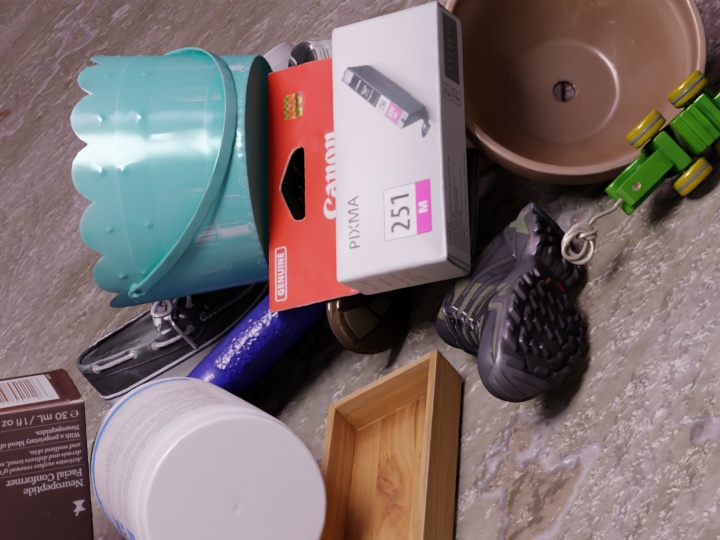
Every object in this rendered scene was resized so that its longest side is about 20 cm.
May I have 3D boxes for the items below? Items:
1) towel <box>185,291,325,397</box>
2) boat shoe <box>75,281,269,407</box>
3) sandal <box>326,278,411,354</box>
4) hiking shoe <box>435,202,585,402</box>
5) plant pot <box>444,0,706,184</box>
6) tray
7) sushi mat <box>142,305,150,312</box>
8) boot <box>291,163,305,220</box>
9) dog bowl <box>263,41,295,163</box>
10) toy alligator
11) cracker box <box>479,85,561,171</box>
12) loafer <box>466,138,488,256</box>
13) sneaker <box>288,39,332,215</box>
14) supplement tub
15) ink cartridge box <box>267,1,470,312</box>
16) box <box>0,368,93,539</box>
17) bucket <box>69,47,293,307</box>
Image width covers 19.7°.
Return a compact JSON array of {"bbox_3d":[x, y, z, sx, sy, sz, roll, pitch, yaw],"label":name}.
[{"bbox_3d":[-0.102,0.083,1.629,0.200,0.050,0.148,-46,3,-2],"label":"towel"},{"bbox_3d":[-0.150,0.040,1.740,0.199,0.068,0.074,-31,29,20],"label":"boat shoe"},{"bbox_3d":[0.000,0.000,1.613,0.054,0.082,0.200,-22,30,23],"label":"sandal"},{"bbox_3d":[0.100,0.040,1.452,0.101,0.076,0.200,-38,17,29],"label":"hiking shoe"},{"bbox_3d":[0.157,-0.151,1.570,0.201,0.201,0.093,-48,-14,-11],"label":"plant pot"},{"bbox_3d":[0.018,0.149,1.425,0.098,0.037,0.200,-29,29,25],"label":"tray"},{"bbox_3d":[-0.134,0.044,1.804,0.096,0.012,0.200,-42,27,-3],"label":"sushi mat"},{"bbox_3d":[-0.042,-0.070,1.783,0.200,0.075,0.074,-33,30,20],"label":"boot"},{"bbox_3d":[-0.103,-0.101,1.814,0.200,0.079,0.200,-47,0,0],"label":"dog bowl"},{"bbox_3d":[0.212,-0.077,1.475,0.200,0.059,0.054,-44,-1,-4],"label":"toy alligator"},{"bbox_3d":[0.100,-0.162,1.746,0.134,0.058,0.200,-31,28,25],"label":"cracker box"},{"bbox_3d":[0.075,-0.103,1.615,0.070,0.070,0.201,7,91,34],"label":"loafer"},{"bbox_3d":[-0.003,-0.101,1.689,0.090,0.200,0.078,-19,41,-24],"label":"sneaker"},{"bbox_3d":[-0.111,0.149,1.455,0.132,0.132,0.200,-46,15,-8],"label":"supplement tub"},{"bbox_3d":[-0.006,-0.081,1.520,0.173,0.044,0.201,-12,69,28],"label":"ink cartridge box"},{"bbox_3d":[-0.253,0.183,1.539,0.100,0.201,0.075,-9,21,-19],"label":"box"},{"bbox_3d":[-0.134,-0.076,1.623,0.134,0.208,0.207,-5,37,9],"label":"bucket"}]
